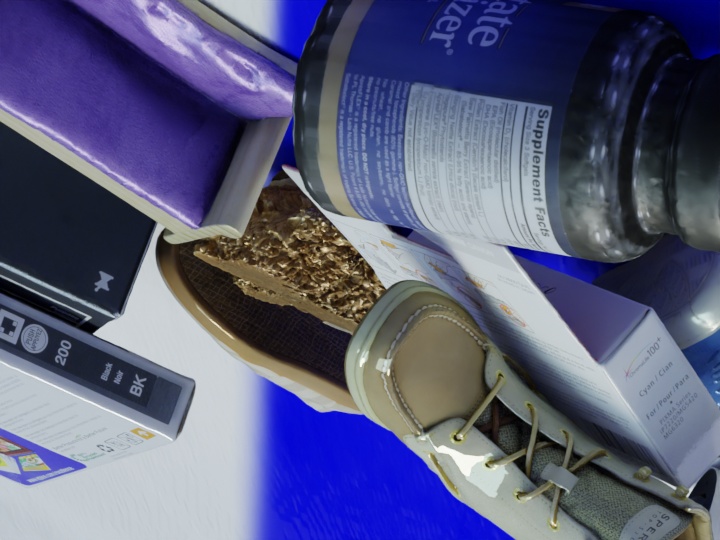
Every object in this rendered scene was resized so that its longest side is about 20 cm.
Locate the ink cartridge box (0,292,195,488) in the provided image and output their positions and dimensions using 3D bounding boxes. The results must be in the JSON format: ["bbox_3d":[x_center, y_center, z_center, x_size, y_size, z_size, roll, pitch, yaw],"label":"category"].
[{"bbox_3d":[-0.220,0.053,1.624,0.200,0.043,0.198,25,158,-24],"label":"ink cartridge box"}]

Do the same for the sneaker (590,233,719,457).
[{"bbox_3d":[0.181,0.039,1.505,0.111,0.077,0.200,31,161,-9],"label":"sneaker"}]

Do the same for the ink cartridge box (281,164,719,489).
[{"bbox_3d":[0.072,0.013,1.465,0.200,0.045,0.176,23,155,55],"label":"ink cartridge box"}]

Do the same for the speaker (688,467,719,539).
[{"bbox_3d":[0.280,0.188,1.762,0.200,0.081,0.081,24,158,-4],"label":"speaker"}]

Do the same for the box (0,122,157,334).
[{"bbox_3d":[-0.226,-0.043,1.626,0.200,0.123,0.198,26,159,-16],"label":"box"}]

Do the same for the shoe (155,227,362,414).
[{"bbox_3d":[-0.055,0.032,1.715,0.053,0.070,0.200,-11,145,39],"label":"shoe"}]

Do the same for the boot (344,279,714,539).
[{"bbox_3d":[0.085,0.090,1.419,0.155,0.072,0.200,34,169,37],"label":"boot"}]

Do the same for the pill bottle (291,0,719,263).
[{"bbox_3d":[0.080,-0.064,1.317,0.200,0.112,0.112,10,155,25],"label":"pill bottle"}]

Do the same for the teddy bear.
[{"bbox_3d":[0.000,0.000,1.620,0.200,0.067,0.145,27,168,-29],"label":"teddy bear"}]

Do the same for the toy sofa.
[{"bbox_3d":[-0.126,-0.097,1.465,0.200,0.083,0.098,34,156,-27],"label":"toy sofa"}]
